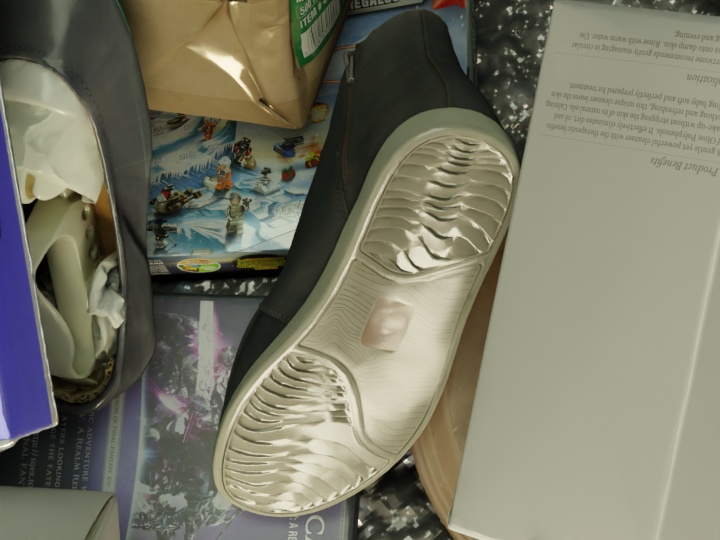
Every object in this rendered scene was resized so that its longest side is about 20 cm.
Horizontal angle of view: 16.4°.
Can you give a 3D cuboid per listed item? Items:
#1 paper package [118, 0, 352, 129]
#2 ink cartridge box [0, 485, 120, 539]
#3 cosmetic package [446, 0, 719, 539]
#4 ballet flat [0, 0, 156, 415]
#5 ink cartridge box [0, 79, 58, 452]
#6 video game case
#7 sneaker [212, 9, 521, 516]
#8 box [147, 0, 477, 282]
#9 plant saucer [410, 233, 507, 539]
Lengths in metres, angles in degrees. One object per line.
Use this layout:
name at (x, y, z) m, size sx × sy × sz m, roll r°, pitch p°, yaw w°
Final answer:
paper package at (-0.084, -0.174, 1.038) m, size 0.190 × 0.104 × 0.200 m, roll 9°, pitch 52°, yaw 15°
ink cartridge box at (-0.191, 0.160, 0.960) m, size 0.199 × 0.083 × 0.146 m, roll 2°, pitch 114°, yaw 10°
cosmetic package at (0.110, 0.010, 0.901) m, size 0.107 × 0.085 × 0.201 m, roll 15°, pitch 95°, yaw 48°
ballet flat at (-0.116, -0.028, 0.969) m, size 0.073 × 0.200 × 0.073 m, roll -3°, pitch 32°, yaw 2°
ink cartridge box at (-0.176, -0.021, 0.957) m, size 0.043 × 0.200 × 0.199 m, roll -7°, pitch 82°, yaw -25°
video game case at (-0.098, 0.079, 1.040) m, size 0.199 × 0.019 × 0.143 m, roll 2°, pitch 73°, yaw 9°
sneaker at (0.000, 0.000, 0.993) m, size 0.075 × 0.106 × 0.200 m, roll 21°, pitch 118°, yaw -20°
box at (-0.050, -0.066, 1.067) m, size 0.199 × 0.040 × 0.137 m, roll -2°, pitch 73°, yaw 8°
plant saucer at (0.116, 0.045, 0.992) m, size 0.199 × 0.029 × 0.201 m, roll 0°, pitch 80°, yaw 1°
